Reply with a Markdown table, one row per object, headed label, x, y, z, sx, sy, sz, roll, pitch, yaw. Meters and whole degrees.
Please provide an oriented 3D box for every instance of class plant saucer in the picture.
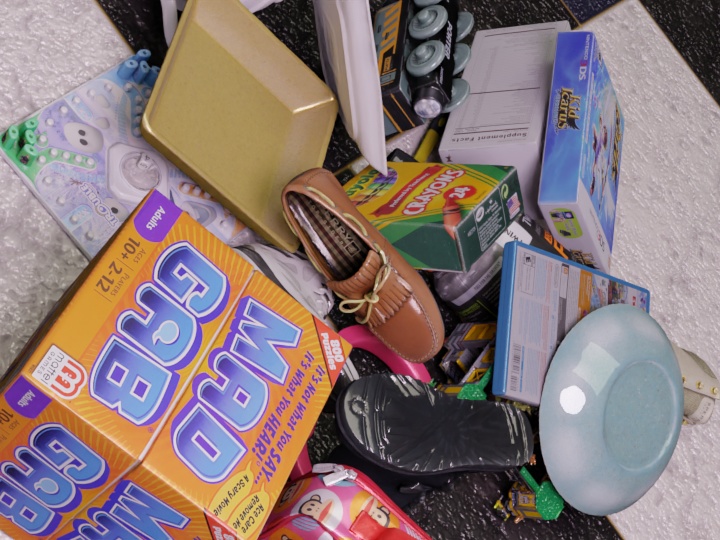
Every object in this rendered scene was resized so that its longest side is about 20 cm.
| label | x | y | z | sx | sy | sz | roll | pitch | yaw |
| --- | --- | --- | --- | --- | --- | --- | --- | --- | --- |
| plant saucer | -0.118 | -0.141 | 1.322 | 0.200 | 0.048 | 0.202 | 41 | 46 | -32 |
| plant saucer | 0.251 | 0.134 | 1.344 | 0.199 | 0.039 | 0.204 | -3 | 95 | -37 |

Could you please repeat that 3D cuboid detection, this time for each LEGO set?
| label | x | y | z | sx | sy | sz | roll | pitch | yaw |
| --- | --- | --- | --- | --- | --- | --- | --- | --- | --- |
| LEGO set | 0.129 | 0.142 | 1.373 | 0.200 | 0.115 | 0.155 | 43 | 62 | -25 |

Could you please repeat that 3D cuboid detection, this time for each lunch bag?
| label | x | y | z | sx | sy | sz | roll | pitch | yaw |
| --- | --- | --- | --- | --- | --- | --- | --- | --- | --- |
| lunch bag | 0.007 | 0.249 | 1.147 | 0.200 | 0.176 | 0.082 | 43 | 50 | -8 |

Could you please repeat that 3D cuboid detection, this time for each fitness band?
| label | x | y | z | sx | sy | sz | roll | pitch | yaw |
| --- | --- | --- | --- | --- | --- | --- | --- | --- | --- |
| fitness band | 0.002 | 0.144 | 1.311 | 0.143 | 0.037 | 0.201 | 34 | 49 | -19 |

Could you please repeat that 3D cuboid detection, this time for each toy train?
| label | x | y | z | sx | sy | sz | roll | pitch | yaw |
| --- | --- | --- | --- | --- | --- | --- | --- | --- | --- |
| toy train | 0.056 | -0.233 | 1.527 | 0.085 | 0.113 | 0.202 | 50 | 35 | -41 |

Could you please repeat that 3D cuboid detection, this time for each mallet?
| label | x | y | z | sx | sy | sz | roll | pitch | yaw |
| --- | --- | --- | --- | --- | --- | --- | --- | --- | --- |
| mallet | 0.084 | -0.136 | 1.544 | 0.066 | 0.041 | 0.200 | 44 | 42 | -4 |

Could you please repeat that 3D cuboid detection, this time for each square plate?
| label | x | y | z | sx | sy | sz | roll | pitch | yaw |
| --- | --- | --- | --- | --- | --- | --- | --- | --- | --- |
| square plate | -0.017 | -0.221 | 1.390 | 0.028 | 0.202 | 0.199 | -13 | 35 | -8 |

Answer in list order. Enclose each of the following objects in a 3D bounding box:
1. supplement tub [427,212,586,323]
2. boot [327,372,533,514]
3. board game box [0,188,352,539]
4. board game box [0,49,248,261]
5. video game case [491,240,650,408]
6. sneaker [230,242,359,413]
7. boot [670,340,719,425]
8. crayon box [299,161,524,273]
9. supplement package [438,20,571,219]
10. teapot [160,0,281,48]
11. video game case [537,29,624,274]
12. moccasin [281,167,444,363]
| label | x | y | z | sx | sy | sz | roll | pitch | yaw |
| --- | --- | --- | --- | --- | --- | --- | --- | --- | --- |
| supplement tub | 0.159 | 0.015 | 1.444 | 0.200 | 0.122 | 0.123 | 40 | 47 | -11 |
| boot | 0.021 | 0.151 | 1.178 | 0.199 | 0.168 | 0.077 | 11 | 62 | -37 |
| board game box | -0.165 | 0.107 | 1.090 | 0.199 | 0.200 | 0.201 | 38 | 47 | -11 |
| board game box | -0.201 | -0.090 | 1.307 | 0.200 | 0.026 | 0.200 | 50 | 46 | -1 |
| video game case | 0.204 | 0.066 | 1.354 | 0.199 | 0.018 | 0.145 | 18 | 71 | -38 |
| sneaker | -0.040 | 0.038 | 1.284 | 0.115 | 0.076 | 0.201 | -15 | 51 | -42 |
| boot | 0.316 | 0.125 | 1.511 | 0.154 | 0.072 | 0.201 | 33 | 29 | -20 |
| crayon box | 0.039 | -0.054 | 1.353 | 0.127 | 0.198 | 0.051 | -44 | 128 | -45 |
| supplement package | 0.168 | -0.160 | 1.542 | 0.110 | 0.113 | 0.201 | 65 | 33 | -41 |
| teapot | -0.124 | -0.318 | 1.413 | 0.146 | 0.199 | 0.198 | 45 | 15 | -34 |
| video game case | 0.235 | -0.117 | 1.496 | 0.181 | 0.045 | 0.202 | 53 | 42 | -59 |
| moccasin | 0.001 | -0.001 | 1.269 | 0.202 | 0.073 | 0.078 | 57 | 24 | -6 |
